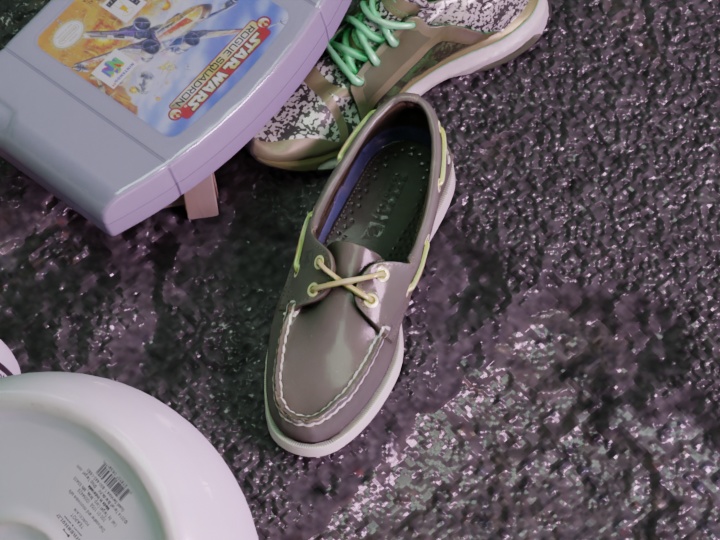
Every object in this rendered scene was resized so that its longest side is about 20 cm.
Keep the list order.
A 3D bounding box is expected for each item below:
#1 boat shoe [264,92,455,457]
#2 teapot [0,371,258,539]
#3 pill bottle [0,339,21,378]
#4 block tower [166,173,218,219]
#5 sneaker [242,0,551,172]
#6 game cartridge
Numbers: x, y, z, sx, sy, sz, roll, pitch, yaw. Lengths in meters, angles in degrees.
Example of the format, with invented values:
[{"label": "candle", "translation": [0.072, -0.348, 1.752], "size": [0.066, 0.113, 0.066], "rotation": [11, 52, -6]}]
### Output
[{"label": "boat shoe", "translation": [-0.003, -0.001, 1.459], "size": [0.072, 0.060, 0.202], "rotation": [14, 61, 13]}, {"label": "teapot", "translation": [-0.123, 0.136, 1.262], "size": [0.196, 0.146, 0.201], "rotation": [-1, 86, 22]}, {"label": "pill bottle", "translation": [-0.224, 0.098, 1.386], "size": [0.112, 0.113, 0.201], "rotation": [-3, 58, 3]}, {"label": "block tower", "translation": [-0.116, -0.123, 1.547], "size": [0.058, 0.054, 0.201], "rotation": [-10, 58, 0]}, {"label": "sneaker", "translation": [0.013, -0.131, 1.520], "size": [0.200, 0.089, 0.077], "rotation": [-34, 62, -15]}, {"label": "game cartridge", "translation": [-0.100, -0.117, 1.487], "size": [0.133, 0.042, 0.200], "rotation": [33, 71, 29]}]
